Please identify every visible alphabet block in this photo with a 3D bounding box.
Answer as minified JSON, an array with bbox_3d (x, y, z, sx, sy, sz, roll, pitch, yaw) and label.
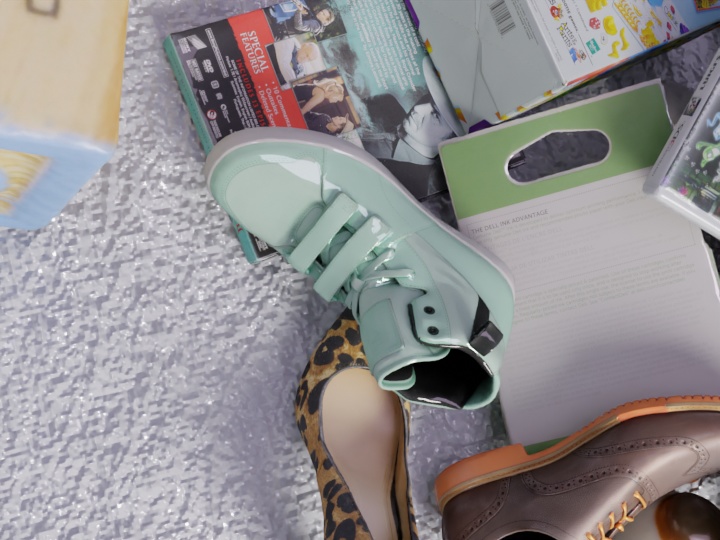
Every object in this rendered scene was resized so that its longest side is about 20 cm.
[{"bbox_3d":[-0.224,-0.144,0.667,0.196,0.195,0.201,8,78,-23],"label":"alphabet block"}]

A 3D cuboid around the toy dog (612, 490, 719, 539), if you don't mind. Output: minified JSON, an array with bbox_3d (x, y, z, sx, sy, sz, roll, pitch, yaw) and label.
[{"bbox_3d":[0.163,0.228,0.806,0.193,0.140,0.200,28,68,3],"label":"toy dog"}]

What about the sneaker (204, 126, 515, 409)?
[{"bbox_3d":[0.001,0.000,0.745,0.200,0.074,0.118,29,31,-12],"label":"sneaker"}]

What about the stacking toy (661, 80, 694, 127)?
[{"bbox_3d":[0.262,-0.061,0.911,0.200,0.146,0.146,29,69,4],"label":"stacking toy"}]

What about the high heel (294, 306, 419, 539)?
[{"bbox_3d":[0.013,0.095,0.747,0.071,0.143,0.201,15,74,-19],"label":"high heel"}]

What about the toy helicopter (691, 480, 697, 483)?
[{"bbox_3d":[0.226,0.032,0.883,0.132,0.079,0.201,-31,101,-41],"label":"toy helicopter"}]

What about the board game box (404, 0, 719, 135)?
[{"bbox_3d":[0.145,-0.175,0.864,0.200,0.103,0.105,-25,90,-32],"label":"board game box"}]

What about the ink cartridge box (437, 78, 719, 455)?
[{"bbox_3d":[0.140,0.003,0.829,0.145,0.048,0.201,-15,82,14],"label":"ink cartridge box"}]

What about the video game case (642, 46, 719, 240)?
[{"bbox_3d":[0.285,-0.079,0.797,0.200,0.023,0.182,28,92,-20],"label":"video game case"}]

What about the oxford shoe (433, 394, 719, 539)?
[{"bbox_3d":[0.140,0.129,0.779,0.071,0.199,0.073,49,27,-44],"label":"oxford shoe"}]

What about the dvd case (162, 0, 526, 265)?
[{"bbox_3d":[-0.005,-0.102,0.844,0.199,0.022,0.146,-22,89,-24],"label":"dvd case"}]
